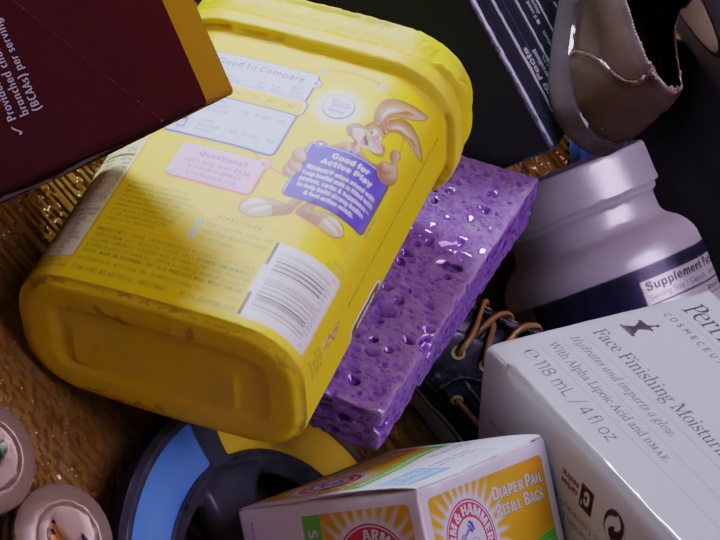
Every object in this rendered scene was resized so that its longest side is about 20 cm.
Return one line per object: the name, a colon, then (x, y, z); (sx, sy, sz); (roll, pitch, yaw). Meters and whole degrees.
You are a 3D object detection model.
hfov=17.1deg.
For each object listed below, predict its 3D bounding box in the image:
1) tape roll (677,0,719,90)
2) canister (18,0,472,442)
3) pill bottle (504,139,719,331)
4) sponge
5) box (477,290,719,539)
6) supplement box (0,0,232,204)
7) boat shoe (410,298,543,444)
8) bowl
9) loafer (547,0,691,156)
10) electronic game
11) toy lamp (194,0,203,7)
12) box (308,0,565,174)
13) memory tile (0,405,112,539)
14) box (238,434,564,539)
tape roll: (0.197, -0.178, 1.390); (0.203, 0.037, 0.203); (60, 0, 0)
canister: (-0.051, -0.028, 1.098); (0.087, 0.148, 0.200); (88, 23, -47)
pill bottle: (0.147, 0.037, 1.316); (0.116, 0.116, 0.201); (-22, 91, -50)
sponge: (0.000, 0.000, 1.171); (0.200, 0.111, 0.030); (-54, 159, -46)
box: (0.154, 0.150, 1.133); (0.130, 0.199, 0.201); (-13, 125, -24)
supplement box: (-0.194, -0.114, 0.976); (0.200, 0.133, 0.198); (-30, 98, -50)
boat shoe: (0.067, 0.043, 1.240); (0.200, 0.091, 0.071); (52, 43, -20)
bowl: (0.206, -0.049, 1.479); (0.200, 0.039, 0.201); (23, 58, -42)
loafer: (0.144, -0.155, 1.238); (0.073, 0.071, 0.201); (25, 58, -42)
electronic game: (-0.041, 0.154, 1.110); (0.200, 0.042, 0.201); (23, 58, -42)
toy lamp: (-0.127, -0.212, 1.157); (0.200, 0.058, 0.058); (54, 42, -16)
box: (0.052, -0.176, 1.289); (0.200, 0.123, 0.198); (60, 40, -14)
memory tile: (-0.163, 0.131, 0.974); (0.200, 0.017, 0.153); (46, 50, -17)
box: (0.034, 0.185, 1.080); (0.112, 0.101, 0.201); (-13, 92, -54)
